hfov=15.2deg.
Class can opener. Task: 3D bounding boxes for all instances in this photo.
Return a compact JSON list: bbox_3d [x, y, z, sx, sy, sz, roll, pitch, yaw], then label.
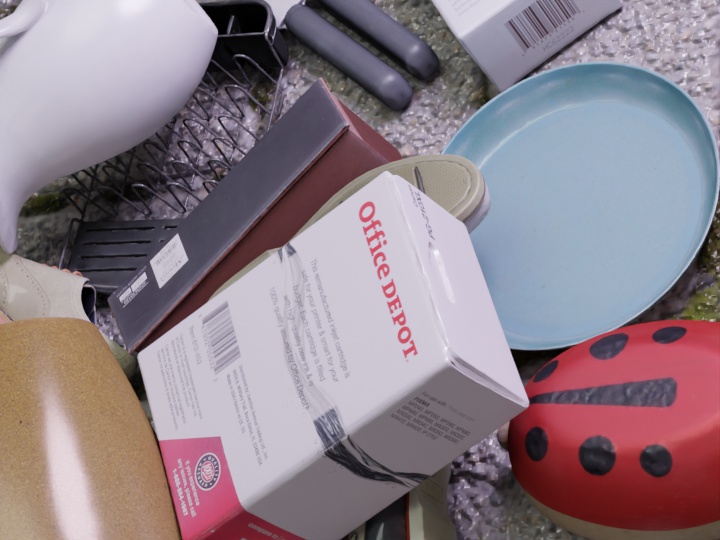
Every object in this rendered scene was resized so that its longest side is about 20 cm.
[{"bbox_3d":[-0.032,-0.179,1.793,0.053,0.067,0.200,-48,50,-3],"label":"can opener"}]

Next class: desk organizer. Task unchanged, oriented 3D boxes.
[{"bbox_3d":[-0.060,-0.015,1.701,0.200,0.077,0.072,-46,31,10],"label":"desk organizer"}]

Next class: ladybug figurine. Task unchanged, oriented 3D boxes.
[{"bbox_3d":[0.165,0.086,1.519,0.200,0.072,0.136,-8,59,25],"label":"ladybug figurine"}]

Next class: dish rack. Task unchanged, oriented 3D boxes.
[{"bbox_3d":[-0.131,-0.080,1.799,0.153,0.055,0.200,-3,61,29],"label":"dish rack"}]

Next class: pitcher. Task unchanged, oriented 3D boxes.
[{"bbox_3d":[-0.204,-0.129,1.726,0.200,0.172,0.121,-41,48,5],"label":"pitcher"}]

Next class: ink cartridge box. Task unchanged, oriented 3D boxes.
[{"bbox_3d":[-0.018,0.062,1.540,0.200,0.084,0.145,-36,49,22],"label":"ink cartridge box"}]

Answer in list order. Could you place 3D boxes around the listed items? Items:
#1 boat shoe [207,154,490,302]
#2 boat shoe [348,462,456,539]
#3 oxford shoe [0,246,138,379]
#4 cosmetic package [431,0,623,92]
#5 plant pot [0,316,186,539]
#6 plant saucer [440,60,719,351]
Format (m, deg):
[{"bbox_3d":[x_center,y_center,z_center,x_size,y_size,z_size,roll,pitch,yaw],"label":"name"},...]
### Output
[{"bbox_3d":[0.000,0.000,1.646,0.200,0.068,0.075,-31,46,17],"label":"boat shoe"},{"bbox_3d":[0.019,0.119,1.588,0.062,0.071,0.200,-15,60,24],"label":"boat shoe"},{"bbox_3d":[-0.214,0.024,1.784,0.074,0.071,0.200,-33,56,-10],"label":"oxford shoe"},{"bbox_3d":[0.076,-0.222,1.756,0.101,0.071,0.200,-35,51,7],"label":"cosmetic package"},{"bbox_3d":[-0.184,0.136,1.563,0.186,0.186,0.201,-18,74,20],"label":"plant pot"},{"bbox_3d":[0.128,-0.036,1.643,0.200,0.027,0.201,-15,56,23],"label":"plant saucer"}]
